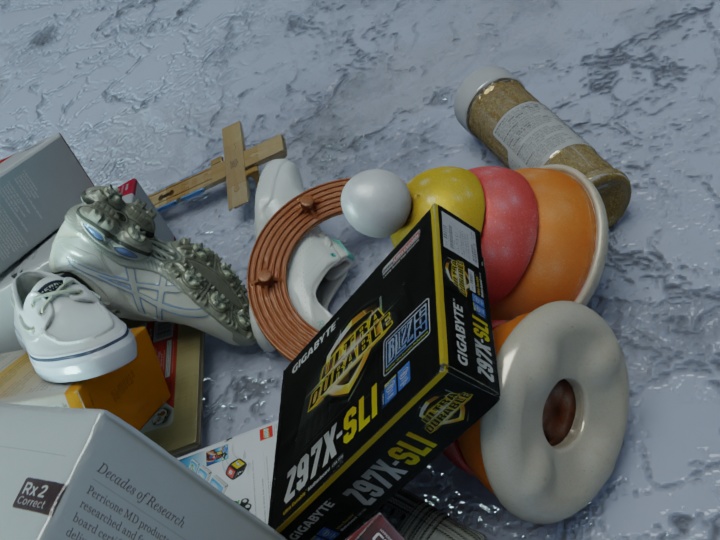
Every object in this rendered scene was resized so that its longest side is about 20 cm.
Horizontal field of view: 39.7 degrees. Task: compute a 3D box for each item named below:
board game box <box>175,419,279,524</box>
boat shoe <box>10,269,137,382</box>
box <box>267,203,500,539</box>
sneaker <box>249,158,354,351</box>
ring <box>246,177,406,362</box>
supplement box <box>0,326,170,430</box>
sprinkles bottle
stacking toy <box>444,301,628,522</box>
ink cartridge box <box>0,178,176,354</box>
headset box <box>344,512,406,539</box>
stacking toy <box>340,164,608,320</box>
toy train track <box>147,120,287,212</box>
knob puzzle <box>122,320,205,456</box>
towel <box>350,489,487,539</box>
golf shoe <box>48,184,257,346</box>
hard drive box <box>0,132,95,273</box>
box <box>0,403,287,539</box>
[{"bbox_3d":[-0.087,0.208,0.718,0.126,0.035,0.200,-21,42,10],"label":"board game box"},{"bbox_3d":[-0.245,0.039,0.801,0.073,0.067,0.200,-26,20,-33],"label":"boat shoe"},{"bbox_3d":[0.011,0.076,0.680,0.200,0.049,0.160,-48,26,33],"label":"box"},{"bbox_3d":[-0.049,-0.020,0.919,0.088,0.075,0.201,-10,58,12],"label":"sneaker"},{"bbox_3d":[0.000,0.000,0.859,0.199,0.019,0.201,-2,60,3],"label":"ring"},{"bbox_3d":[-0.277,0.118,0.827,0.199,0.074,0.126,-11,17,18],"label":"supplement box"},{"bbox_3d":[0.157,-0.110,0.889,0.068,0.068,0.200,-32,45,-3],"label":"sprinkles bottle"},{"bbox_3d":[0.077,0.088,0.721,0.200,0.146,0.146,6,53,48],"label":"stacking toy"},{"bbox_3d":[-0.283,0.007,0.964,0.199,0.084,0.145,-31,21,0],"label":"ink cartridge box"},{"bbox_3d":[0.003,0.252,0.567,0.149,0.075,0.200,45,53,5],"label":"headset box"},{"bbox_3d":[0.074,-0.034,0.751,0.146,0.199,0.147,-30,52,47],"label":"stacking toy"},{"bbox_3d":[-0.162,-0.088,1.059,0.199,0.033,0.115,-22,52,16],"label":"toy train track"},{"bbox_3d":[-0.230,0.116,0.910,0.219,0.031,0.220,-13,48,15],"label":"knob puzzle"},{"bbox_3d":[-0.038,0.230,0.714,0.192,0.035,0.200,22,64,38],"label":"towel"},{"bbox_3d":[-0.180,0.014,0.883,0.097,0.200,0.078,-45,17,23],"label":"golf shoe"},{"bbox_3d":[-0.378,-0.037,0.966,0.155,0.077,0.200,-15,24,36],"label":"hard drive box"},{"bbox_3d":[-0.182,0.184,0.619,0.198,0.200,0.131,-3,53,38],"label":"box"}]
